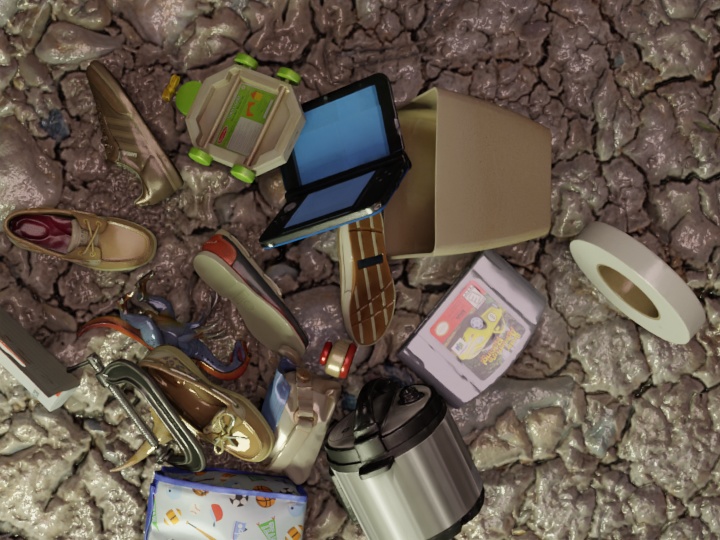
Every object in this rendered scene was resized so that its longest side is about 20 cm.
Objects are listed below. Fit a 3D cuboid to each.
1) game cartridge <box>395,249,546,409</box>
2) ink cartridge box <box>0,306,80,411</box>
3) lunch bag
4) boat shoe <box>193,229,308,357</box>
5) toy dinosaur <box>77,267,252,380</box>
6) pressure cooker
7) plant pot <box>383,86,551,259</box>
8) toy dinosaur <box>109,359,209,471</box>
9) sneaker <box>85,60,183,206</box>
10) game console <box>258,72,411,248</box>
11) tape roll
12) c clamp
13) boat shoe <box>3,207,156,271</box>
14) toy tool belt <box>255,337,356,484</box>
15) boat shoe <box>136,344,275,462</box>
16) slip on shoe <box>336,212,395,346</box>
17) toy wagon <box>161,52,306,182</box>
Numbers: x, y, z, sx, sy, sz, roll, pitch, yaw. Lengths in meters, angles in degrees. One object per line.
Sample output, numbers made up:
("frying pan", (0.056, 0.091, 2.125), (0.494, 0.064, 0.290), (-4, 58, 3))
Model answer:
("game cartridge", (0.160, 0.083, 1.347), (0.133, 0.041, 0.201), (41, 85, -8))
("ink cartridge box", (-0.431, 0.107, 1.202), (0.160, 0.200, 0.047), (45, 85, -3))
("lunch bag", (-0.180, 0.347, 1.264), (0.197, 0.124, 0.173), (6, 90, -13))
("boat shoe", (-0.136, 0.033, 1.303), (0.200, 0.071, 0.063), (47, 42, -14))
("toy dinosaur", (-0.240, 0.086, 1.305), (0.199, 0.105, 0.182), (-31, 103, 28))
("pressure cooker", (0.050, 0.237, 1.256), (0.178, 0.175, 0.202), (-31, 102, -26))
("plant pot", (0.142, -0.114, 1.278), (0.174, 0.199, 0.203), (2, 88, -17))
("toy dinosaur", (-0.243, 0.205, 1.299), (0.101, 0.058, 0.201), (35, 105, 2))
("sneaker", (-0.315, -0.178, 1.286), (0.075, 0.070, 0.201), (-34, 92, -4))
("game console", (-0.048, -0.138, 1.246), (0.198, 0.171, 0.119), (-16, 116, 33))
("tape roll", (0.363, 0.017, 1.285), (0.203, 0.203, 0.037), (43, 85, -3))
("c clamp", (-0.274, 0.178, 1.231), (0.201, 0.170, 0.027), (53, 51, -7))
("boat shoe", (-0.368, -0.041, 1.279), (0.197, 0.066, 0.075), (6, 88, -6))
("toy tool belt", (-0.092, 0.167, 1.272), (0.121, 0.125, 0.202), (21, 106, 2))
("boat shoe", (-0.196, 0.175, 1.221), (0.199, 0.063, 0.074), (36, 106, 3))
("slip on shoe", (0.000, 0.000, 1.322), (0.075, 0.061, 0.203), (-13, 109, -18))
("toy wagon", (-0.171, -0.210, 1.297), (0.198, 0.040, 0.157), (22, 81, 20))
